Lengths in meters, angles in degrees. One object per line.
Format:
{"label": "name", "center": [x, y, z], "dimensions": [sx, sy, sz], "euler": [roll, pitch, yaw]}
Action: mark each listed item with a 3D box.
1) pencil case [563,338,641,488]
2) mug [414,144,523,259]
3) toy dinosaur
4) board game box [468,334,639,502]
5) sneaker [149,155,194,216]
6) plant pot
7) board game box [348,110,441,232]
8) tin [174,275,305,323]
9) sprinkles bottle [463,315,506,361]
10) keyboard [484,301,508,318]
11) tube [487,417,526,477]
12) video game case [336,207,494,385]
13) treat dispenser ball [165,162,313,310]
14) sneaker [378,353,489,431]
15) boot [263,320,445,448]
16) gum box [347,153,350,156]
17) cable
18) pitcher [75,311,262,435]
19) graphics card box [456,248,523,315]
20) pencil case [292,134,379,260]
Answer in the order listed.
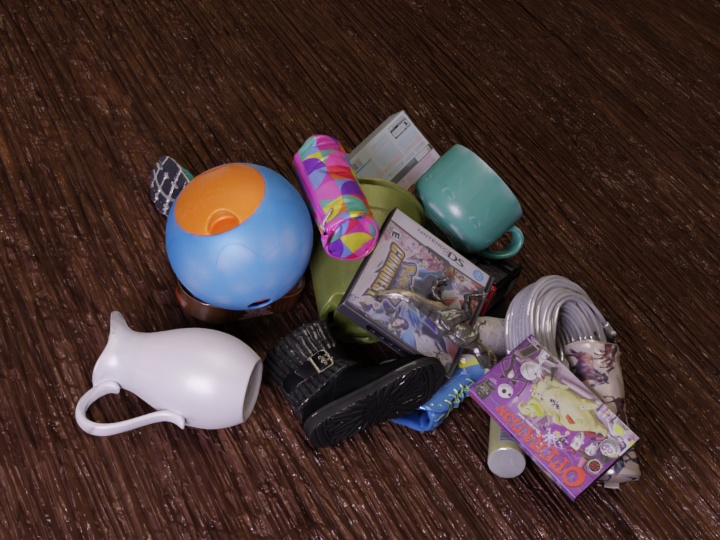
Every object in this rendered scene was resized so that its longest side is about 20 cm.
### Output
{"label": "pencil case", "center": [0.329, 0.196, 1.537], "dimensions": [0.078, 0.089, 0.200], "euler": [-11, 74, 16]}
{"label": "mug", "center": [0.167, -0.089, 1.736], "dimensions": [0.185, 0.114, 0.152], "euler": [47, -5, 8]}
{"label": "toy dinosaur", "center": [0.120, 0.055, 1.527], "dimensions": [0.200, 0.047, 0.088], "euler": [33, 58, -6]}
{"label": "board game box", "center": [0.253, 0.191, 1.484], "dimensions": [0.120, 0.032, 0.200], "euler": [-41, 67, -9]}
{"label": "sneaker", "center": [-0.258, -0.104, 1.764], "dimensions": [0.200, 0.078, 0.080], "euler": [44, 21, 25]}
{"label": "plant pot", "center": [0.000, 0.000, 1.654], "dimensions": [0.200, 0.200, 0.190], "euler": [12, 47, -12]}
{"label": "board game box", "center": [0.072, -0.133, 1.822], "dimensions": [0.148, 0.064, 0.200], "euler": [-44, 102, -17]}
{"label": "tin", "center": [-0.175, 0.023, 1.639], "dimensions": [0.200, 0.042, 0.112], "euler": [-9, 47, -35]}
{"label": "sprinkles bottle", "center": [0.179, 0.101, 1.683], "dimensions": [0.200, 0.068, 0.068], "euler": [8, 35, -18]}
{"label": "keyboard", "center": [0.165, 0.046, 1.798], "dimensions": [0.127, 0.021, 0.200], "euler": [-7, 41, -44]}
{"label": "tube", "center": [0.209, 0.208, 1.570], "dimensions": [0.052, 0.058, 0.200], "euler": [-15, 26, 18]}
{"label": "video game case", "center": [0.081, 0.032, 1.560], "dimensions": [0.181, 0.026, 0.200], "euler": [36, 50, -8]}
{"label": "treat dispenser ball", "center": [-0.164, -0.046, 1.532], "dimensions": [0.200, 0.201, 0.201], "euler": [14, 34, -9]}
{"label": "sneaker", "center": [0.112, 0.176, 1.552], "dimensions": [0.200, 0.076, 0.105], "euler": [-2, 51, -18]}
{"label": "boot", "center": [-0.010, 0.127, 1.489], "dimensions": [0.211, 0.080, 0.158], "euler": [-21, 47, -13]}
{"label": "gum box", "center": [0.035, -0.125, 1.876], "dimensions": [0.200, 0.114, 0.066], "euler": [5, -5, -22]}
{"label": "cable", "center": [0.287, 0.106, 1.639], "dimensions": [0.200, 0.069, 0.200], "euler": [57, 44, -18]}
{"label": "pitcher", "center": [-0.235, 0.145, 1.383], "dimensions": [0.200, 0.121, 0.172], "euler": [12, 53, 8]}
{"label": "graphics card box", "center": [0.172, 0.004, 1.766], "dimensions": [0.125, 0.051, 0.200], "euler": [27, 20, 13]}
{"label": "pencil case", "center": [-0.037, -0.103, 1.566], "dimensions": [0.088, 0.088, 0.200], "euler": [3, 40, -24]}
